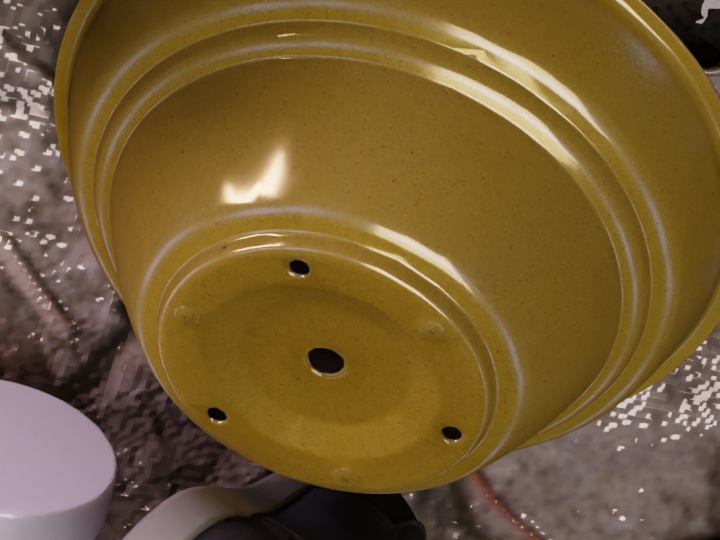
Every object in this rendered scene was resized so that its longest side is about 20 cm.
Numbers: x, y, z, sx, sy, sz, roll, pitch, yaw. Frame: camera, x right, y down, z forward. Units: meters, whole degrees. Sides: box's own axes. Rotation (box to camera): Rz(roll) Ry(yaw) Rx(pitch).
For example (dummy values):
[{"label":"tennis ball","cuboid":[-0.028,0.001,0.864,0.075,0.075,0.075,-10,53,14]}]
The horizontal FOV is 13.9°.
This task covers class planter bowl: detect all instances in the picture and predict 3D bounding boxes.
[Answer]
[{"label":"planter bowl","cuboid":[0.000,0.000,0.794,0.200,0.083,0.200,10,134,10]}]

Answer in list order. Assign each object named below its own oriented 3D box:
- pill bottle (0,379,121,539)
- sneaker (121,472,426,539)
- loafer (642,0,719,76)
[{"label":"pill bottle","cuboid":[-0.129,0.133,0.882,0.111,0.111,0.200,9,118,-14]},{"label":"sneaker","cuboid":[-0.005,0.114,0.834,0.106,0.200,0.075,42,103,12]},{"label":"loafer","cuboid":[0.091,-0.138,0.782,0.076,0.068,0.200,-13,121,-1]}]
